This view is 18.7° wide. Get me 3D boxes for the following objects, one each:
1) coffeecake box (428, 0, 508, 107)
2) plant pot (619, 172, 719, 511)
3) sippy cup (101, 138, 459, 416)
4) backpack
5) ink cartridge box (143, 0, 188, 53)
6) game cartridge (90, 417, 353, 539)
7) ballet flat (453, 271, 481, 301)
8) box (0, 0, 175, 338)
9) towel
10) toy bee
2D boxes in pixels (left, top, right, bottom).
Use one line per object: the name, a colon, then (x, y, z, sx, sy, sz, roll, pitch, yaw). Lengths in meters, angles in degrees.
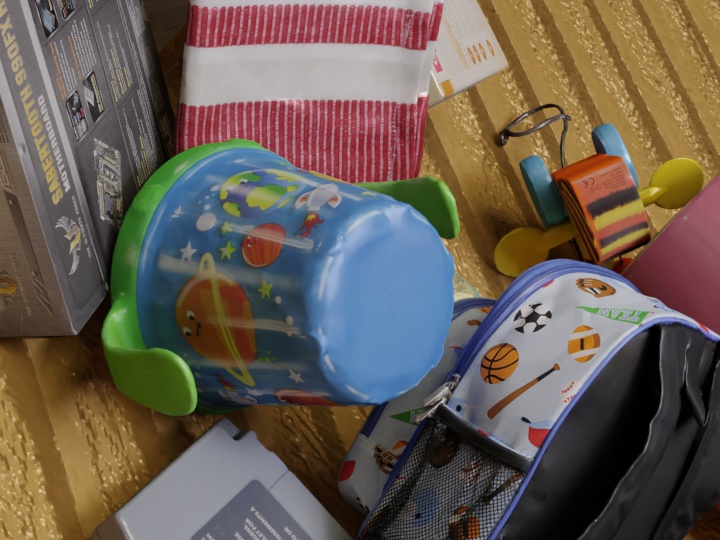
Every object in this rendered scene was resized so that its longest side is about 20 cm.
coffeecake box: (0.005, -0.163, 1.284, 0.154, 0.073, 0.200, 62, 17, -2)
plant pot: (0.250, 0.038, 1.314, 0.179, 0.200, 0.200, 45, 35, 8)
sippy cup: (-0.029, 0.009, 1.059, 0.140, 0.130, 0.178, 39, 69, -41)
backpack: (0.099, 0.093, 1.087, 0.154, 0.191, 0.200, 39, 6, 33)
ink cartridge box: (-0.125, -0.219, 1.169, 0.086, 0.200, 0.148, -19, 70, -52)
game cartridge: (-0.033, 0.173, 1.026, 0.200, 0.042, 0.133, 48, 39, 2)
ballet flat: (0.000, 0.000, 1.203, 0.200, 0.071, 0.071, 49, 35, 13)
box: (-0.151, -0.092, 1.053, 0.158, 0.048, 0.200, -60, 143, -53)
towel: (-0.023, -0.115, 1.118, 0.144, 0.201, 0.023, -4, 24, -29)
toy bee: (0.152, -0.037, 1.361, 0.109, 0.131, 0.200, 66, 21, -15)
